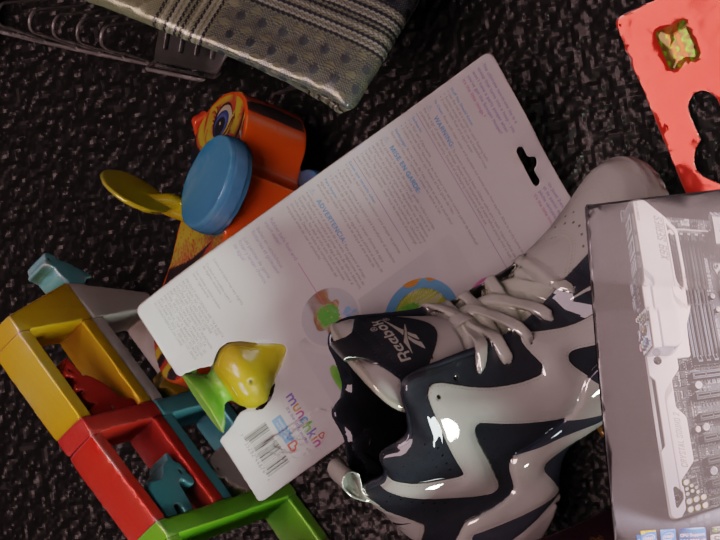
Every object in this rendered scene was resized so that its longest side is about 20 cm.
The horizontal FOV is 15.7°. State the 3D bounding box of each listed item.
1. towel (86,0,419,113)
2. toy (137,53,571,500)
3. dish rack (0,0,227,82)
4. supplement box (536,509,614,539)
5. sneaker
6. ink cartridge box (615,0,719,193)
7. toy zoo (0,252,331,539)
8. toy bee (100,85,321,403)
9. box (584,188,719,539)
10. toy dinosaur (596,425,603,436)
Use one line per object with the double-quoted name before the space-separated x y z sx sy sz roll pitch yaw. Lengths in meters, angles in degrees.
"towel" -0.049 -0.185 1.212 0.199 0.035 0.193 24 73 11
"toy" 0.000 0.000 1.201 0.200 0.047 0.116 -37 115 -13
"dish rack" -0.134 -0.174 1.291 0.199 0.054 0.155 14 99 35
"supplement box" 0.143 0.207 1.155 0.199 0.131 0.104 33 108 21
"sneaker" 0.052 0.028 1.158 0.200 0.129 0.079 -60 37 11
"ink cartridge box" 0.219 -0.083 1.139 0.199 0.050 0.163 -25 83 23
"toy zoo" -0.102 0.075 1.266 0.020 0.131 0.200 -43 76 23
"toy bee" -0.051 -0.038 1.255 0.131 0.109 0.200 43 77 -23
"box" 0.200 0.040 1.086 0.198 0.050 0.159 -6 87 21
"toy dinosaur" 0.158 0.087 1.158 0.200 0.060 0.107 42 124 31
